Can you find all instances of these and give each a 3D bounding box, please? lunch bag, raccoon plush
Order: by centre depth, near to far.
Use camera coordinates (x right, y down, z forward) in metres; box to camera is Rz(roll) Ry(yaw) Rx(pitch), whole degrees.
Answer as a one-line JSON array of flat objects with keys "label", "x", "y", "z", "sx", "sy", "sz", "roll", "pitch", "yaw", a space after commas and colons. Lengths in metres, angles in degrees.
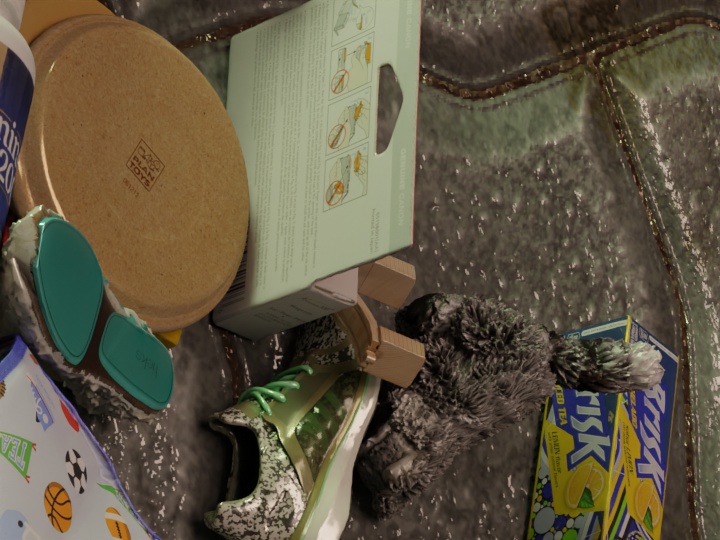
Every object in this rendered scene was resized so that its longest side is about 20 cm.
[{"label": "lunch bag", "x": -0.199, "y": 0.152, "z": 1.406, "sx": 0.200, "sy": 0.124, "sz": 0.170, "roll": -45, "pitch": 109, "yaw": -40}, {"label": "raccoon plush", "x": 0.086, "y": 0.093, "z": 1.726, "sx": 0.097, "sy": 0.199, "sz": 0.135, "roll": 70, "pitch": 25, "yaw": -58}]

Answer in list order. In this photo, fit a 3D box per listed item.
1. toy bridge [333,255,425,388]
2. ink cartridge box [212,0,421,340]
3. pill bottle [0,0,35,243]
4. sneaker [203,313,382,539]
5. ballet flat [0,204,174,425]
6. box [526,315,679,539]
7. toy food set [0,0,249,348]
[{"label": "toy bridge", "x": 0.000, "y": 0.000, "z": 1.704, "sx": 0.067, "sy": 0.027, "sz": 0.200, "roll": 23, "pitch": 28, "yaw": -17}, {"label": "ink cartridge box", "x": -0.014, "y": -0.075, "z": 1.665, "sx": 0.043, "sy": 0.173, "sz": 0.201, "roll": 24, "pitch": 59, "yaw": -40}, {"label": "pill bottle", "x": -0.234, "y": -0.078, "z": 1.460, "sx": 0.111, "sy": 0.111, "sz": 0.201, "roll": 33, "pitch": 53, "yaw": -37}, {"label": "sneaker", "x": -0.046, "y": 0.090, "z": 1.654, "sx": 0.088, "sy": 0.077, "sz": 0.201, "roll": 29, "pitch": 51, "yaw": -25}, {"label": "ballet flat", "x": -0.164, "y": 0.031, "z": 1.496, "sx": 0.200, "sy": 0.071, "sz": 0.072, "roll": 59, "pitch": 33, "yaw": -56}, {"label": "box", "x": 0.165, "y": 0.136, "z": 1.875, "sx": 0.064, "sy": 0.070, "sz": 0.201, "roll": 36, "pitch": 51, "yaw": -38}, {"label": "toy food set", "x": -0.143, "y": -0.056, "z": 1.608, "sx": 0.200, "sy": 0.049, "sz": 0.199, "roll": 37, "pitch": 50, "yaw": -35}]
